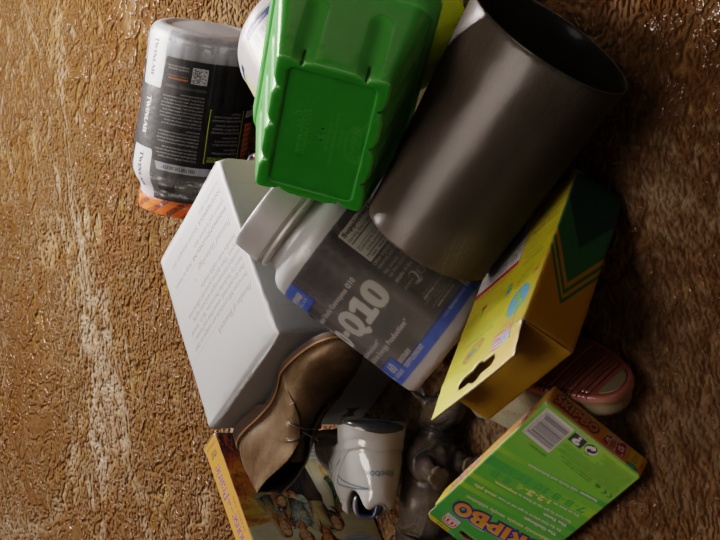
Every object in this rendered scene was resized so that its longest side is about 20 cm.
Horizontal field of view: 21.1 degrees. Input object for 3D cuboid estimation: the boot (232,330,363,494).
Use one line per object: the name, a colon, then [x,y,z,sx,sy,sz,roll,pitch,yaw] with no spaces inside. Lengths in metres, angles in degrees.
boot: [-0.048,0.129,1.736,0.200,0.073,0.076,-53,38,39]

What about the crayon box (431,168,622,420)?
crayon box: [0.131,0.030,1.517,0.127,0.051,0.200,-44,17,50]

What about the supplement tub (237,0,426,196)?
supplement tub: [-0.017,-0.160,1.774,0.200,0.145,0.145,61,138,39]

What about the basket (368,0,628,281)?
basket: [0.102,-0.103,1.543,0.200,0.136,0.180,-60,24,21]

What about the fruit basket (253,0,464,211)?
fruit basket: [-0.001,-0.177,1.571,0.216,0.155,0.216,15,-90,-90]

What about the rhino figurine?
rhino figurine: [0.068,0.175,1.706,0.087,0.060,0.201,-172,87,-69]

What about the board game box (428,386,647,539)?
board game box: [0.139,0.178,1.568,0.095,0.030,0.200,38,134,-2]

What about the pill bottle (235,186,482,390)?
pill bottle: [0.000,0.000,1.637,0.200,0.114,0.114,37,133,1]

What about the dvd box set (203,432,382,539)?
dvd box set: [-0.053,0.240,1.823,0.029,0.146,0.200,-56,43,39]

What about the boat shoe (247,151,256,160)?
boat shoe: [-0.091,-0.089,1.965,0.072,0.072,0.201,39,122,54]

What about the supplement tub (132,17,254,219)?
supplement tub: [-0.177,-0.161,2.061,0.122,0.122,0.201,30,114,55]

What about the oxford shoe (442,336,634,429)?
oxford shoe: [0.154,0.099,1.581,0.200,0.071,0.074,10,128,54]

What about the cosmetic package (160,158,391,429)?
cosmetic package: [-0.066,0.024,1.829,0.166,0.167,0.200,-54,46,43]

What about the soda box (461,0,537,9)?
soda box: [0.102,-0.166,1.656,0.068,0.064,0.201,17,105,58]

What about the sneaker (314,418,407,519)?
sneaker: [-0.004,0.185,1.765,0.200,0.074,0.087,124,147,-78]
